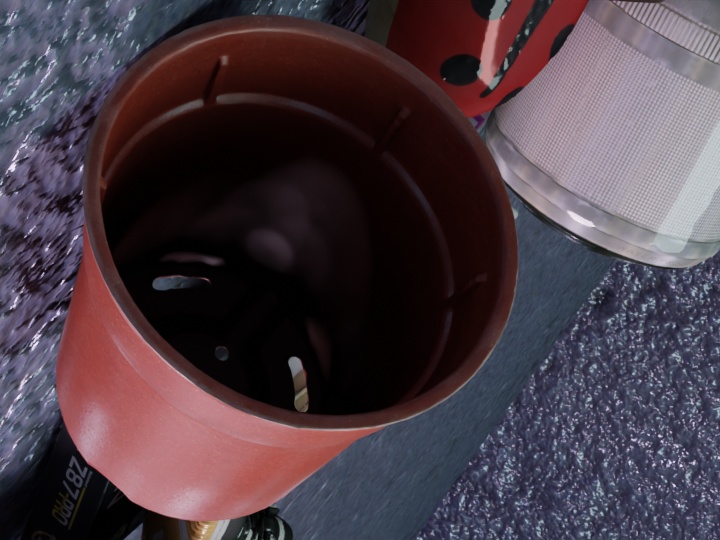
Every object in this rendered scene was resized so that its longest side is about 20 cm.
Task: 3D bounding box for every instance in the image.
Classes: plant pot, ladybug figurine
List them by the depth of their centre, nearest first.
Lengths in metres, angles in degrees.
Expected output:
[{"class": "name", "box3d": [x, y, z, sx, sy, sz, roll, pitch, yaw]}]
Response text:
[{"class": "plant pot", "box3d": [-0.055, 0.017, 0.890, 0.201, 0.201, 0.195, -44, 175, -33]}, {"class": "ladybug figurine", "box3d": [0.077, -0.161, 0.998, 0.135, 0.072, 0.201, 18, 103, -50]}]

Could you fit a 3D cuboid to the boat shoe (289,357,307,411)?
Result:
[{"class": "boat shoe", "box3d": [-0.048, 0.087, 1.167, 0.075, 0.068, 0.200, -45, 166, -32]}]

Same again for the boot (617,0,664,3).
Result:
[{"class": "boot", "box3d": [0.082, -0.211, 0.911, 0.070, 0.198, 0.148, -165, -100, -79]}]

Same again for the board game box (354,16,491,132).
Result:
[{"class": "board game box", "box3d": [0.018, -0.088, 1.106, 0.200, 0.034, 0.134, -52, 152, 4]}]

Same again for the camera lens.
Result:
[{"class": "camera lens", "box3d": [0.176, -0.115, 1.095, 0.201, 0.159, 0.160, -64, 165, 23]}]

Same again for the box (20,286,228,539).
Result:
[{"class": "box", "box3d": [-0.120, 0.088, 1.178, 0.200, 0.049, 0.162, -39, 160, -47]}]

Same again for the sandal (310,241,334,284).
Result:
[{"class": "sandal", "box3d": [0.000, 0.000, 1.072, 0.045, 0.075, 0.200, -33, 159, 2]}]

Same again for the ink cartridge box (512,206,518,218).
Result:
[{"class": "ink cartridge box", "box3d": [0.036, -0.024, 1.262, 0.117, 0.067, 0.200, -51, 168, 5]}]

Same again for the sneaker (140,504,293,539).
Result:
[{"class": "sneaker", "box3d": [-0.081, 0.152, 1.144, 0.087, 0.076, 0.200, -1, 157, -14]}]
